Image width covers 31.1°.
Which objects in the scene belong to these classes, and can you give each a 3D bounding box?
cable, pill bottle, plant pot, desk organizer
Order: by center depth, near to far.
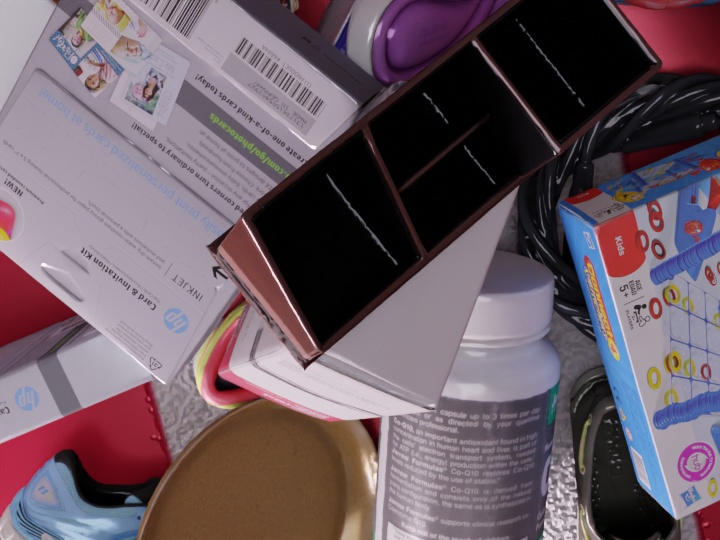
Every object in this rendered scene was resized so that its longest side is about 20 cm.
[{"bbox_3d":[0.034,-0.050,0.576,0.200,0.077,0.072,-40,92,-17],"label":"desk organizer"},{"bbox_3d":[0.068,0.095,0.825,0.112,0.113,0.202,4,108,4],"label":"pill bottle"},{"bbox_3d":[0.198,-0.044,0.831,0.163,0.051,0.200,43,102,1],"label":"cable"},{"bbox_3d":[-0.068,0.172,0.850,0.199,0.027,0.202,-14,113,-37],"label":"plant pot"}]

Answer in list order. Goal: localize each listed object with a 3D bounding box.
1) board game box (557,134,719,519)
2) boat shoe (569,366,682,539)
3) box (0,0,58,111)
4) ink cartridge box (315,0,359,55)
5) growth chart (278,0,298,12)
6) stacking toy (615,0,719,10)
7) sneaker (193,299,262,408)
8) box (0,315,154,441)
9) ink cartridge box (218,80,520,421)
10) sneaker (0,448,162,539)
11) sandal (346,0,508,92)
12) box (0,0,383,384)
[{"bbox_3d":[0.240,0.019,0.781,0.194,0.056,0.202,-23,110,-7],"label":"board game box"},{"bbox_3d":[0.179,0.169,0.866,0.071,0.060,0.204,-11,101,6],"label":"boat shoe"},{"bbox_3d":[-0.187,-0.118,0.787,0.200,0.152,0.107,39,103,-5],"label":"box"},{"bbox_3d":[0.026,-0.184,0.729,0.043,0.200,0.199,27,102,-9],"label":"ink cartridge box"},{"bbox_3d":[-0.082,-0.203,0.765,0.018,0.144,0.202,-15,89,-28],"label":"growth chart"},{"bbox_3d":[0.181,-0.199,0.715,0.115,0.200,0.111,3,102,2],"label":"stacking toy"},{"bbox_3d":[-0.029,0.026,0.836,0.200,0.090,0.078,-43,94,8],"label":"sneaker"},{"bbox_3d":[-0.205,0.067,0.819,0.198,0.156,0.042,-22,98,8],"label":"box"},{"bbox_3d":[0.000,0.000,0.705,0.084,0.200,0.147,24,77,-10],"label":"ink cartridge box"},{"bbox_3d":[-0.145,0.192,0.891,0.199,0.078,0.090,30,91,-8],"label":"sneaker"},{"bbox_3d":[0.072,-0.134,0.693,0.050,0.202,0.083,28,133,33],"label":"sandal"},{"bbox_3d":[-0.105,-0.061,0.664,0.155,0.041,0.201,38,118,2],"label":"box"}]
